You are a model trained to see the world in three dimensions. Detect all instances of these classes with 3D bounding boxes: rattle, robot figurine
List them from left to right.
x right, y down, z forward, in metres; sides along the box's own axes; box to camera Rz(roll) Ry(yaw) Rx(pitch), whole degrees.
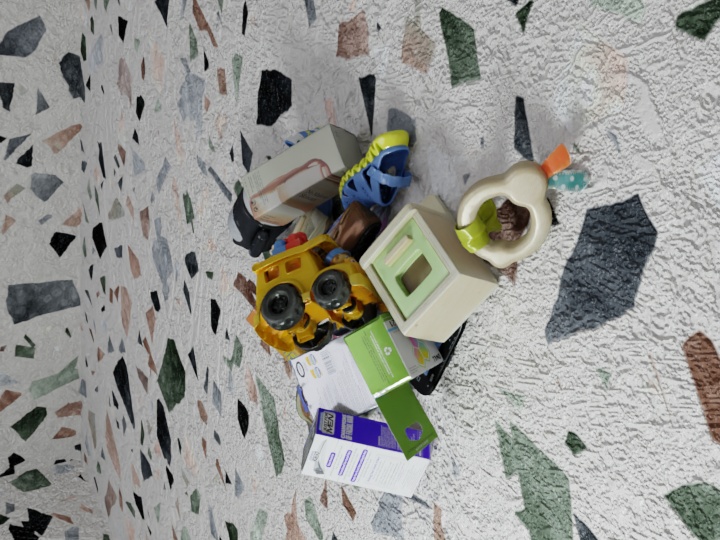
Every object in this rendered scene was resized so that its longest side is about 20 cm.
[{"bbox_3d":[-0.195,-0.115,1.862,0.151,0.124,0.200,60,145,14],"label":"robot figurine"},{"bbox_3d":[0.220,-0.110,1.232,0.130,0.143,0.201,39,121,7],"label":"rattle"}]

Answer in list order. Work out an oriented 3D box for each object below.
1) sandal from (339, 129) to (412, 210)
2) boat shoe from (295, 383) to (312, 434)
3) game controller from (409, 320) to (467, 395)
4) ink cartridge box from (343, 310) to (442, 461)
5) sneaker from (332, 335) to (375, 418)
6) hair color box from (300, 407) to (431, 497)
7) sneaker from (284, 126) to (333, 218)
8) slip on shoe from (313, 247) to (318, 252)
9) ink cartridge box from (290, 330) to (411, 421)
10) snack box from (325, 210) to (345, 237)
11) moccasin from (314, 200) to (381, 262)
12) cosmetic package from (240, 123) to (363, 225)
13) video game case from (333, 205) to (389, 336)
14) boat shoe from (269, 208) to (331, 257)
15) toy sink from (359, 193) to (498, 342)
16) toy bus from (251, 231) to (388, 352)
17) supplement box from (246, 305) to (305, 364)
[{"bbox_3d":[0.026,-0.141,1.511,0.200,0.078,0.088,-51,53,54],"label":"sandal"},{"bbox_3d":[-0.068,0.264,1.742,0.201,0.073,0.076,73,-154,-47],"label":"boat shoe"},{"bbox_3d":[0.109,0.108,1.466,0.105,0.042,0.202,57,143,36],"label":"game controller"},{"bbox_3d":[0.074,0.163,1.385,0.075,0.147,0.202,-31,83,23],"label":"ink cartridge box"},{"bbox_3d":[-0.002,0.175,1.648,0.104,0.075,0.203,33,128,50],"label":"sneaker"},{"bbox_3d":[0.008,0.305,1.536,0.065,0.197,0.110,-88,14,-49],"label":"hair color box"},{"bbox_3d":[-0.101,-0.164,1.723,0.074,0.081,0.203,10,108,57],"label":"sneaker"},{"bbox_3d":[-0.102,0.039,1.653,0.076,0.060,0.201,39,131,14],"label":"slip on shoe"},{"bbox_3d":[-0.030,0.186,1.577,0.198,0.076,0.138,-26,80,19],"label":"ink cartridge box"},{"bbox_3d":[-0.068,-0.037,1.681,0.200,0.024,0.072,-46,16,41],"label":"snack box"},{"bbox_3d":[-0.044,-0.026,1.548,0.078,0.073,0.203,44,122,24],"label":"moccasin"},{"bbox_3d":[-0.096,-0.163,1.605,0.198,0.103,0.088,-28,72,24],"label":"cosmetic package"},{"bbox_3d":[0.000,0.000,1.573,0.143,0.019,0.203,-32,45,58],"label":"video game case"},{"bbox_3d":[-0.135,-0.033,1.702,0.201,0.065,0.072,-52,10,12],"label":"boat shoe"},{"bbox_3d":[0.087,-0.015,1.364,0.131,0.111,0.201,-47,53,25],"label":"toy sink"},{"bbox_3d":[-0.072,0.011,1.466,0.198,0.136,0.194,-21,58,17],"label":"toy bus"},{"bbox_3d":[-0.124,0.133,1.761,0.200,0.069,0.067,43,150,0],"label":"supplement box"}]
